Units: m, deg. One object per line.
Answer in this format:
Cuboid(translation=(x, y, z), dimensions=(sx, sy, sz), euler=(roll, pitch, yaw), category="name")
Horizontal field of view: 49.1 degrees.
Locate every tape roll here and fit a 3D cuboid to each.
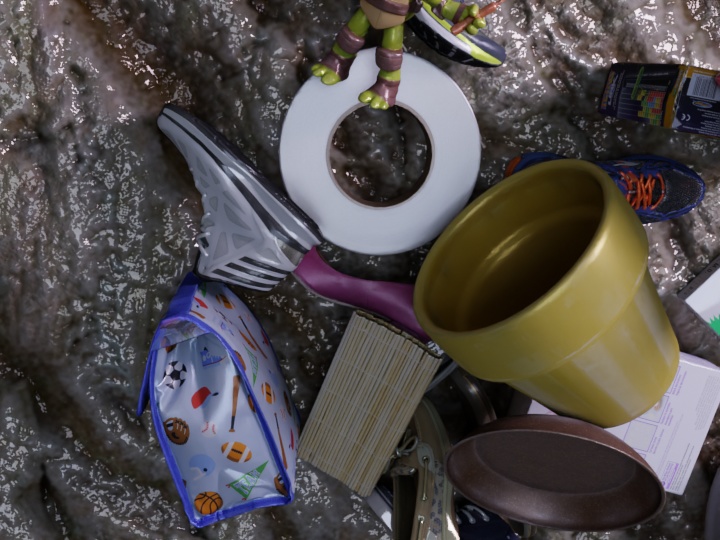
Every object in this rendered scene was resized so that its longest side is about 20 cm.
Cuboid(translation=(0.019, -0.116, 0.780), dimensions=(0.202, 0.037, 0.204), euler=(-1, 104, -3), category="tape roll")

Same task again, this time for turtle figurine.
Cuboid(translation=(0.012, -0.231, 0.675), dimensions=(0.199, 0.065, 0.162), euler=(22, 127, -5), category="turtle figurine")

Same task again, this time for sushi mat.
Cuboid(translation=(0.003, 0.137, 0.786), dimensions=(0.095, 0.012, 0.201), euler=(28, 120, 8), category="sushi mat")

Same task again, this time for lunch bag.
Cuboid(translation=(-0.140, 0.110, 0.758), dimensions=(0.123, 0.170, 0.201), euler=(-16, 106, 0), category="lunch bag")

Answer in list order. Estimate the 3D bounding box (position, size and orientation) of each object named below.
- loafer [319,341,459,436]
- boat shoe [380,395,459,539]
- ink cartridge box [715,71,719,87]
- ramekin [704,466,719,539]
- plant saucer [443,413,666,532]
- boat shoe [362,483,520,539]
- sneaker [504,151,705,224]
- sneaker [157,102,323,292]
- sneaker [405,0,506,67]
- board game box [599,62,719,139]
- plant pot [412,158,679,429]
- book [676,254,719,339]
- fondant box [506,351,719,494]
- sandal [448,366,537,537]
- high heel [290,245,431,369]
Cuboid(translation=(0.036, 0.108, 0.818), dimensions=(0.200, 0.070, 0.070), euler=(-39, 104, 6), category="loafer")
Cuboid(translation=(0.057, 0.225, 0.803), dimensions=(0.062, 0.073, 0.201), euler=(3, 63, -21), category="boat shoe")
Cuboid(translation=(0.380, -0.090, 0.582), dimensions=(0.083, 0.147, 0.200), euler=(-42, 105, 7), category="ink cartridge box")
Cuboid(translation=(0.439, 0.268, 0.825), dimensions=(0.094, 0.202, 0.203), euler=(14, 103, 4), category="ramekin")
Cuboid(translation=(0.179, 0.186, 0.737), dimensions=(0.199, 0.037, 0.201), euler=(12, 142, 9), category="plant saucer")
Cuboid(translation=(0.097, 0.280, 0.872), dimensions=(0.200, 0.075, 0.093), euler=(45, 83, -14), category="boat shoe")
Cuboid(translation=(0.247, -0.076, 0.782), dimensions=(0.199, 0.078, 0.076), euler=(-1, 104, -3), category="sneaker")
Cuboid(translation=(-0.142, -0.059, 0.742), dimensions=(0.200, 0.076, 0.115), euler=(44, 95, 8), category="sneaker")
Cuboid(translation=(0.067, -0.267, 0.730), dimensions=(0.200, 0.074, 0.081), euler=(41, 95, -13), category="sneaker")
Cuboid(translation=(0.347, -0.146, 0.727), dimensions=(0.199, 0.165, 0.057), euler=(9, 103, -6), category="board game box")
Cuboid(translation=(0.180, 0.036, 0.704), dimensions=(0.201, 0.201, 0.189), euler=(-42, 116, 7), category="plant pot")
Cuboid(translation=(0.457, 0.002, 0.836), dimensions=(0.134, 0.048, 0.200), euler=(42, 99, -8), category="book")
Cuboid(translation=(0.271, 0.144, 0.848), dimensions=(0.199, 0.058, 0.145), euler=(16, 101, -8), category="fondant box")
Cuboid(translation=(0.129, 0.194, 0.840), dimensions=(0.054, 0.080, 0.201), euler=(-25, 98, -8), category="sandal")
Cuboid(translation=(0.000, 0.000, 0.785), dimensions=(0.200, 0.067, 0.096), euler=(42, 94, 0), category="high heel")
